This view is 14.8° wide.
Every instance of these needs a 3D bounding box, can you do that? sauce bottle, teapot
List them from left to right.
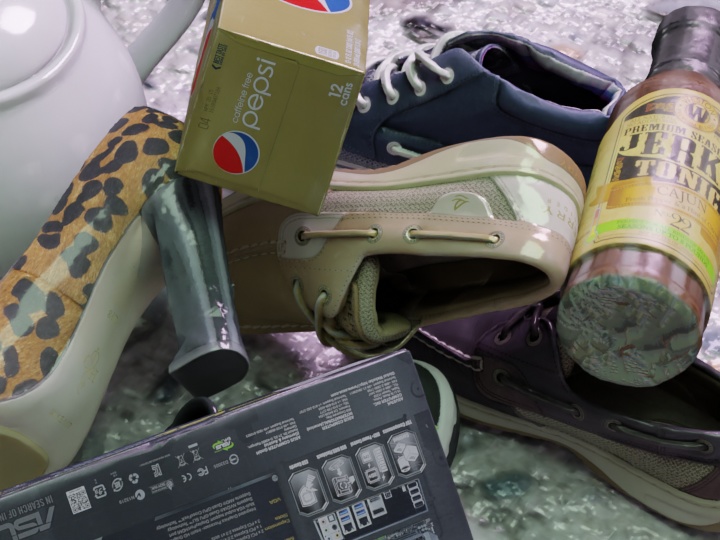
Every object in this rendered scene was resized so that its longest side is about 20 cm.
[{"bbox_3d":[-0.177,-0.082,1.210,0.196,0.147,0.201,10,43,1],"label":"teapot"},{"bbox_3d":[0.129,-0.039,1.182,0.064,0.065,0.200,13,44,4],"label":"sauce bottle"}]

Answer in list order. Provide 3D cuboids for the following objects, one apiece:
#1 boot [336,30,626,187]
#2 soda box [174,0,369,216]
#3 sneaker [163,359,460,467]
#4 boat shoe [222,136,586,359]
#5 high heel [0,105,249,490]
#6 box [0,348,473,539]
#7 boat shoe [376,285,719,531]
[{"bbox_3d":[0.028,-0.082,1.281,0.199,0.091,0.073,20,45,11],"label":"boot"},{"bbox_3d":[-0.034,-0.101,1.181,0.064,0.068,0.200,16,25,-7],"label":"soda box"},{"bbox_3d":[-0.034,0.079,1.098,0.071,0.083,0.200,-3,30,44],"label":"sneaker"},{"bbox_3d":[0.000,0.000,1.160,0.199,0.072,0.065,-13,48,28],"label":"boat shoe"},{"bbox_3d":[-0.145,0.014,1.146,0.199,0.072,0.143,-19,52,8],"label":"high heel"},{"bbox_3d":[-0.048,0.134,1.020,0.199,0.051,0.158,-20,90,-25],"label":"box"},{"bbox_3d":[0.090,0.039,1.187,0.199,0.065,0.072,30,48,20],"label":"boat shoe"}]
